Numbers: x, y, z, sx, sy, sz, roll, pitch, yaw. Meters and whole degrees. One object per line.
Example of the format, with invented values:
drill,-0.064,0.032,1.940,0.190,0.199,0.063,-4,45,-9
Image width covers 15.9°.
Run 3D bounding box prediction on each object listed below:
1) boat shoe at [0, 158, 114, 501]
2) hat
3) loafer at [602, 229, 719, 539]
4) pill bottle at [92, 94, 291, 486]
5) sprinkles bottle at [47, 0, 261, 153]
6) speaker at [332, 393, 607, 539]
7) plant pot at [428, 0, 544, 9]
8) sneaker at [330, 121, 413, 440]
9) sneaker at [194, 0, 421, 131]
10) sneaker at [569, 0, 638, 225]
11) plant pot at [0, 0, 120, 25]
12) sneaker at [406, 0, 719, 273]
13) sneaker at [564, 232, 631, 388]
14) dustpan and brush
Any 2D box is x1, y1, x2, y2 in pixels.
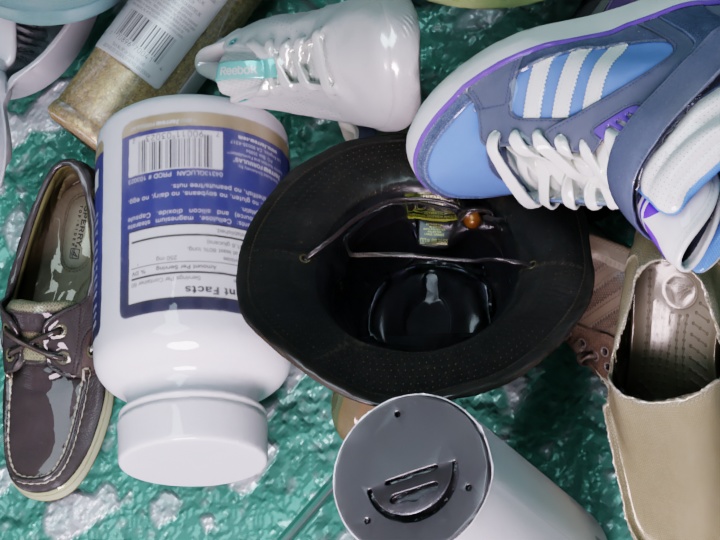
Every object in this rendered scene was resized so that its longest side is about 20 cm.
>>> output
boat shoe,-0.180,0.031,1.493,0.073,0.065,0.200,-3,70,21
hat,0.028,0.019,1.320,0.200,0.081,0.201,-1,42,1
loafer,0.154,0.066,1.286,0.076,0.067,0.200,0,104,25
pill bottle,-0.093,0.013,1.435,0.111,0.111,0.200,-10,66,20
sprinkles bottle,-0.102,-0.154,1.530,0.068,0.068,0.200,35,86,30
speaker,0.058,0.125,1.272,0.081,0.200,0.081,-8,69,21
plant pot,0.066,-0.269,1.385,0.200,0.200,0.190,-25,25,13
sneaker,0.000,0.000,1.420,0.090,0.067,0.200,12,68,16
sneaker,-0.031,-0.109,1.390,0.088,0.200,0.075,-5,94,-21
sneaker,0.128,-0.097,1.380,0.200,0.076,0.088,-44,31,44
plant pot,-0.188,-0.231,1.523,0.200,0.134,0.200,0,52,-1
sneaker,0.117,-0.050,1.241,0.200,0.081,0.147,-22,42,17
sneaker,0.131,0.027,1.357,0.200,0.070,0.076,19,84,30
dustpan and brush,-0.217,-0.131,1.575,0.139,0.057,0.200,-14,65,16
